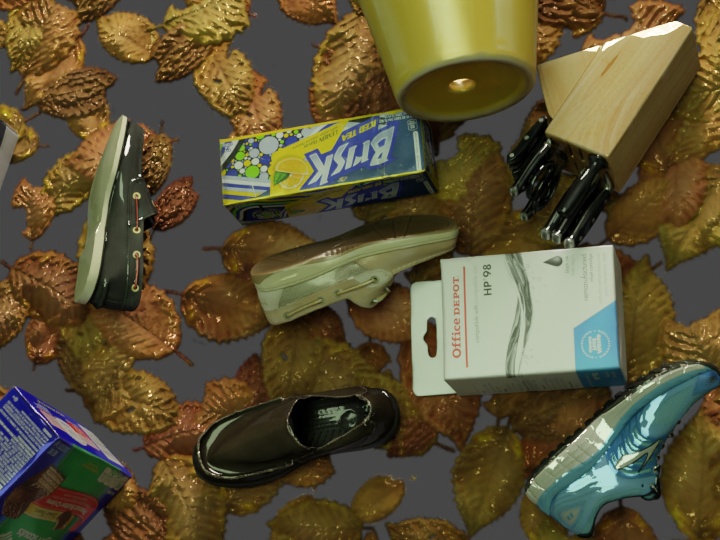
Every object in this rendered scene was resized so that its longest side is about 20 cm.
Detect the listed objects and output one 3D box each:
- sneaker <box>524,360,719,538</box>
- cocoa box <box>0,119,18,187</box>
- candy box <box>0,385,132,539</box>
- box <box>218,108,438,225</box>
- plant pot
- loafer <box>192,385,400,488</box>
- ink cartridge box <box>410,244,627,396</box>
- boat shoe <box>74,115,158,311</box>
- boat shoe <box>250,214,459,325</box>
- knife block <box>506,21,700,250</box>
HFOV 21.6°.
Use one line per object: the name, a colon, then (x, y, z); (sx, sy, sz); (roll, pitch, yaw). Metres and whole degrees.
sneaker: (0.242, 0.156, 1.655); (0.200, 0.078, 0.090); (-41, 87, 3)
cocoa box: (-0.447, -0.077, 1.856); (0.133, 0.131, 0.201); (13, 78, 17)
candy box: (-0.328, 0.220, 1.718); (0.200, 0.169, 0.077); (-46, 65, -1)
box: (-0.030, -0.099, 1.792); (0.199, 0.064, 0.070); (-9, 71, 12)
plant pot: (0.082, -0.248, 1.730); (0.200, 0.201, 0.190); (-11, 69, 11)
loafer: (-0.066, 0.143, 1.725); (0.199, 0.071, 0.073); (-19, 70, 8)
ink cartridge box: (0.136, 0.048, 1.704); (0.199, 0.067, 0.117); (-5, 74, 13)
boat shoe: (-0.232, -0.054, 1.835); (0.063, 0.074, 0.202); (13, 63, -19)
boat shoe: (0.000, 0.000, 1.760); (0.199, 0.072, 0.065); (-16, 107, 4)
knife block: (0.228, -0.117, 1.713); (0.199, 0.064, 0.176); (-17, 58, 9)
